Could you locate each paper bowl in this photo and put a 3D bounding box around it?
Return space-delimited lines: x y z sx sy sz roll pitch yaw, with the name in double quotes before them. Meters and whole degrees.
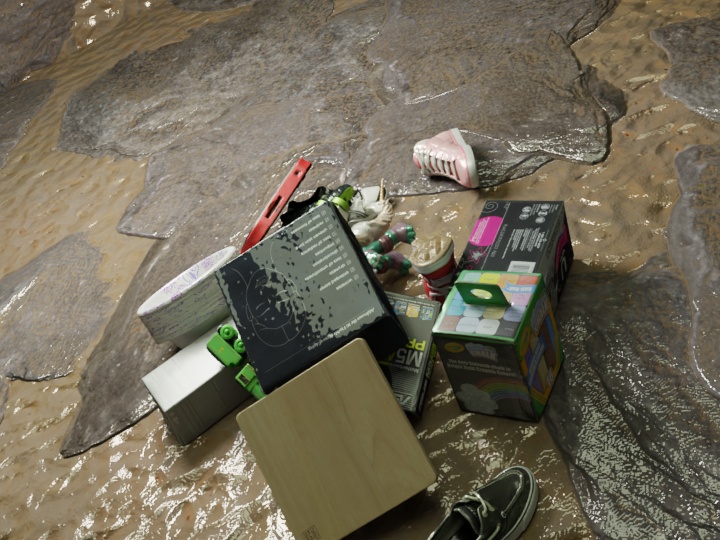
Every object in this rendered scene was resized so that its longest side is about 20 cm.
"paper bowl" -0.269 0.056 1.487 0.198 0.105 0.201 -31 12 7

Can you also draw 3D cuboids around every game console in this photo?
"game console" -0.161 -0.101 1.619 0.031 0.177 0.202 32 63 -3

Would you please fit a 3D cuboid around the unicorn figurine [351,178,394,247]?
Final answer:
"unicorn figurine" -0.004 -0.065 1.534 0.135 0.075 0.201 -24 24 12

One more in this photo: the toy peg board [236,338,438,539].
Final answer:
"toy peg board" -0.023 0.228 1.145 0.197 0.098 0.202 -32 76 8

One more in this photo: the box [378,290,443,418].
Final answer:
"box" 0.012 0.109 1.270 0.196 0.044 0.163 11 74 22

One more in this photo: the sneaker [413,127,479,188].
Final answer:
"sneaker" 0.156 -0.197 1.624 0.103 0.076 0.201 -17 29 1

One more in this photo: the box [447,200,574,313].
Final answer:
"box" 0.230 0.002 1.310 0.130 0.116 0.202 3 45 29

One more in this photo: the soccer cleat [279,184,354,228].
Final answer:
"soccer cleat" -0.095 -0.091 1.577 0.200 0.067 0.081 -45 73 10

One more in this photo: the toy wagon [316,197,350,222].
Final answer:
"toy wagon" -0.071 -0.045 1.424 0.157 0.039 0.199 -58 21 -14

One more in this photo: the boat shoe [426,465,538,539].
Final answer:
"boat shoe" 0.139 0.299 1.036 0.070 0.064 0.200 21 55 43

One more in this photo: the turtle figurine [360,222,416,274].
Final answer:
"turtle figurine" 0.000 0.000 1.406 0.198 0.150 0.101 -29 73 -32

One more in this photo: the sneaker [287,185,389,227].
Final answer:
"sneaker" -0.043 -0.121 1.631 0.197 0.089 0.076 -23 34 -2

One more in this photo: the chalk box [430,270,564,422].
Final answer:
"chalk box" 0.180 0.081 1.166 0.122 0.202 0.125 5 44 32

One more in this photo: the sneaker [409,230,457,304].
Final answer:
"sneaker" 0.123 0.010 1.328 0.070 0.114 0.200 -20 9 7

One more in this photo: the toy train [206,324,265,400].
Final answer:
"toy train" -0.151 0.160 1.309 0.199 0.042 0.056 42 82 14

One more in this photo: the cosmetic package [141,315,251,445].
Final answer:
"cosmetic package" -0.231 0.164 1.387 0.198 0.091 0.107 -32 38 -17

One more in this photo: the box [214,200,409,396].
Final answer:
"box" -0.068 0.051 1.217 0.198 0.124 0.199 -30 61 5
